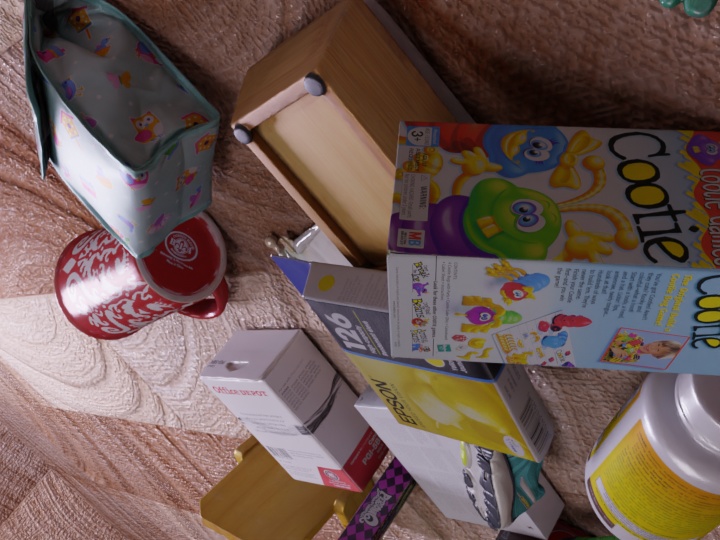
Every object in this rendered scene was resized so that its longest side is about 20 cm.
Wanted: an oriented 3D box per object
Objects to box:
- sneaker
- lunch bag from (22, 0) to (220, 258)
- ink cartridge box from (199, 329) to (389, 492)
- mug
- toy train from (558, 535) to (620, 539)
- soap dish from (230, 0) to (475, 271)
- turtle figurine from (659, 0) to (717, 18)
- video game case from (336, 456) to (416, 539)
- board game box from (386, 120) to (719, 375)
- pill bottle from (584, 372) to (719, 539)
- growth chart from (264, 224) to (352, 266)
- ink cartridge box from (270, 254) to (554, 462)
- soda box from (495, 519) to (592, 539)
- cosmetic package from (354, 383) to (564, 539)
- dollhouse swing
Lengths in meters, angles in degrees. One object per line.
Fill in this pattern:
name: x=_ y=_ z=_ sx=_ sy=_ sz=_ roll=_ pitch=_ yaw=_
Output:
sneaker: x=0.134 y=0.147 z=0.865 sx=0.077 sy=0.079 sz=0.201 roll=35 pitch=141 yaw=54
lunch bag: x=-0.231 y=-0.135 z=0.828 sx=0.200 sy=0.122 sz=0.171 roll=44 pitch=154 yaw=7
ink cartridge box: x=-0.076 y=0.166 z=1.114 sx=0.146 sy=0.083 sz=0.200 roll=-4 pitch=131 yaw=50
mug: x=-0.226 y=-0.005 z=1.038 sx=0.199 sy=0.177 sz=0.135 roll=-18 pitch=83 yaw=52
toy train: x=0.230 y=0.298 z=0.937 sx=0.199 sy=0.042 sz=0.057 roll=-18 pitch=81 yaw=31
soap dish: x=0.007 y=-0.083 z=0.670 sx=0.200 sy=0.081 sz=0.157 roll=49 pitch=149 yaw=-17
turtle figurine: x=0.152 y=-0.183 z=0.349 sx=0.149 sy=0.101 sz=0.200 roll=35 pitch=170 yaw=36
video game case: x=0.009 y=0.308 z=1.100 sx=0.036 sy=0.200 sz=0.182 roll=33 pitch=151 yaw=12
board game box: x=0.119 y=-0.013 z=0.541 sx=0.198 sy=0.104 sz=0.105 roll=3 pitch=143 yaw=5
pill bottle: x=0.242 y=0.127 z=0.674 sx=0.109 sy=0.109 sz=0.201 roll=30 pitch=151 yaw=13
growth chart: x=0.000 y=0.000 z=0.861 sx=0.145 sy=0.018 sz=0.200 roll=46 pitch=150 yaw=-14
ink cartridge box: x=0.037 y=0.071 z=0.751 sx=0.199 sy=0.047 sz=0.198 roll=6 pitch=146 yaw=35
soda box: x=0.246 y=0.333 z=1.007 sx=0.199 sy=0.064 sz=0.070 roll=24 pitch=149 yaw=24
cosmetic package: x=0.106 y=0.197 z=0.987 sx=0.150 sy=0.052 sz=0.200 roll=-1 pitch=133 yaw=51
dollhouse swing: x=-0.100 y=0.349 z=1.307 sx=0.199 sy=0.176 sz=0.182 roll=17 pitch=145 yaw=31
